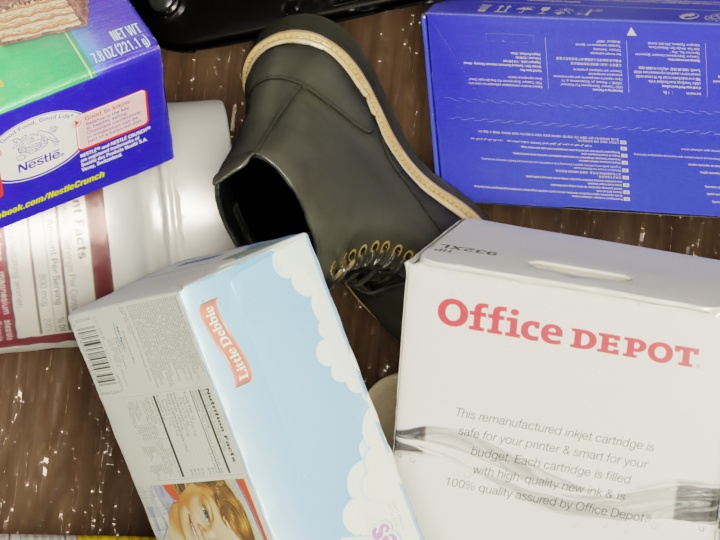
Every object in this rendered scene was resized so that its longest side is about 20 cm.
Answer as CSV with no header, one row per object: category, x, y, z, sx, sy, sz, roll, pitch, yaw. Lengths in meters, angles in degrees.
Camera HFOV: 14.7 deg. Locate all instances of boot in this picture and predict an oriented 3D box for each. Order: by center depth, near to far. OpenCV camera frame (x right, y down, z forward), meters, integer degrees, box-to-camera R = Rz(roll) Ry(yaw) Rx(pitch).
boot,0.000,0.000,1.243,0.077,0.139,0.200,-31,110,24

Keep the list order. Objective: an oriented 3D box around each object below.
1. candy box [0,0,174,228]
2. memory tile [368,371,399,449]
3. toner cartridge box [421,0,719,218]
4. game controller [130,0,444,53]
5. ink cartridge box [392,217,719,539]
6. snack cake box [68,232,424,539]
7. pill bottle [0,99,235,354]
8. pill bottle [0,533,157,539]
candy box,-0.198,-0.106,1.202,0.168,0.077,0.200,-23,53,-18
memory tile,0.068,0.149,1.288,0.152,0.017,0.201,9,106,15
toner cartridge box,0.130,-0.076,1.263,0.199,0.043,0.096,5,117,21
game controller,-0.013,-0.165,1.279,0.199,0.042,0.105,-11,86,10
ink cartridge box,0.091,0.091,1.210,0.144,0.084,0.201,10,108,16
snack cake box,-0.037,0.093,1.162,0.067,0.115,0.201,-24,97,-30
pill bottle,-0.155,-0.020,1.255,0.199,0.114,0.115,-6,91,-6
pill bottle,-0.143,0.175,1.259,0.199,0.113,0.114,2,90,-6
